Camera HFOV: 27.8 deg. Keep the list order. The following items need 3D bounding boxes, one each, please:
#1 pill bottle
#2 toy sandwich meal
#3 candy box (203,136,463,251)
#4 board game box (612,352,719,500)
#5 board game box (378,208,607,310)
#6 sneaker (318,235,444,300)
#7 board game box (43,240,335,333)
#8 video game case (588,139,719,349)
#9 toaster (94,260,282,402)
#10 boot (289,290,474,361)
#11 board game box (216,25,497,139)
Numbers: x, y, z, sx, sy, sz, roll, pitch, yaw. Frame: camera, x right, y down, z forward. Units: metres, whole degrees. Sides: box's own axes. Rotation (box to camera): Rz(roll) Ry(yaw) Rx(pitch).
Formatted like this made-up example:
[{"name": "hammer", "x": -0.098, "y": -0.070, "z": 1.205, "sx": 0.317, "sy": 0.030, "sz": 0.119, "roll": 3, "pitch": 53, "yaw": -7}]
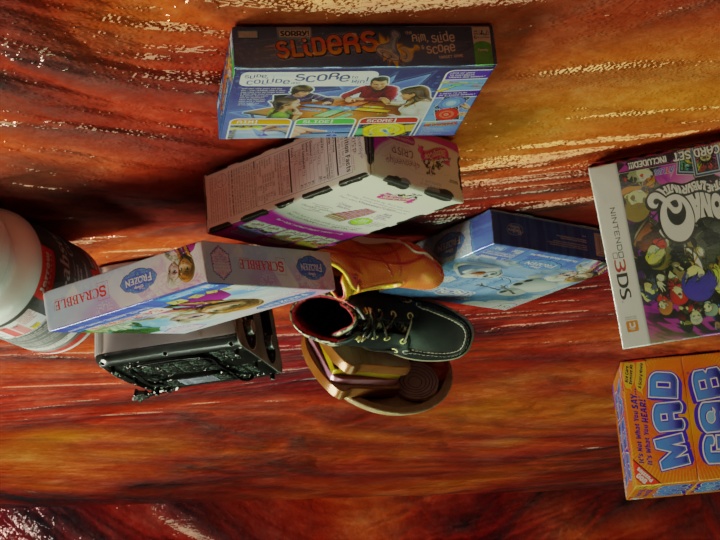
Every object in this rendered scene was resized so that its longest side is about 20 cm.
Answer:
[{"name": "pill bottle", "x": -0.338, "y": 0.007, "z": 1.396, "sx": 0.115, "sy": 0.117, "sz": 0.200, "roll": -10, "pitch": 164, "yaw": 15}, {"name": "toy sandwich meal", "x": 0.024, "y": 0.095, "z": 1.777, "sx": 0.203, "sy": 0.206, "sz": 0.071, "roll": 2, "pitch": 130, "yaw": -23}, {"name": "candy box", "x": -0.026, "y": -0.074, "z": 1.315, "sx": 0.199, "sy": 0.062, "sz": 0.136, "roll": -16, "pitch": 162, "yaw": 36}, {"name": "board game box", "x": 0.529, "y": 0.257, "z": 2.385, "sx": 0.198, "sy": 0.202, "sz": 0.200, "roll": -6, "pitch": 164, "yaw": 5}, {"name": "board game box", "x": 0.155, "y": -0.008, "z": 1.637, "sx": 0.199, "sy": 0.044, "sz": 0.198, "roll": 8, "pitch": 160, "yaw": -36}, {"name": "sneaker", "x": 0.000, "y": 0.000, "z": 1.520, "sx": 0.198, "sy": 0.078, "sz": 0.073, "roll": 12, "pitch": 159, "yaw": -29}, {"name": "board game box", "x": -0.159, "y": 0.020, "z": 1.379, "sx": 0.199, "sy": 0.042, "sz": 0.199, "roll": -16, "pitch": 169, "yaw": 33}, {"name": "video game case", "x": 0.329, "y": -0.030, "z": 1.377, "sx": 0.198, "sy": 0.183, "sz": 0.036, "roll": -10, "pitch": -172, "yaw": 17}, {"name": "toaster", "x": -0.200, "y": 0.064, "z": 1.634, "sx": 0.198, "sy": 0.120, "sz": 0.181, "roll": -9, "pitch": 163, "yaw": 11}, {"name": "boot", "x": 0.022, "y": 0.064, "z": 1.641, "sx": 0.202, "sy": 0.074, "sz": 0.154, "roll": 15, "pitch": -175, "yaw": 9}, {"name": "board game box", "x": -0.007, "y": -0.144, "z": 1.127, "sx": 0.198, "sy": 0.035, "sz": 0.135, "roll": -2, "pitch": 163, "yaw": -12}]
